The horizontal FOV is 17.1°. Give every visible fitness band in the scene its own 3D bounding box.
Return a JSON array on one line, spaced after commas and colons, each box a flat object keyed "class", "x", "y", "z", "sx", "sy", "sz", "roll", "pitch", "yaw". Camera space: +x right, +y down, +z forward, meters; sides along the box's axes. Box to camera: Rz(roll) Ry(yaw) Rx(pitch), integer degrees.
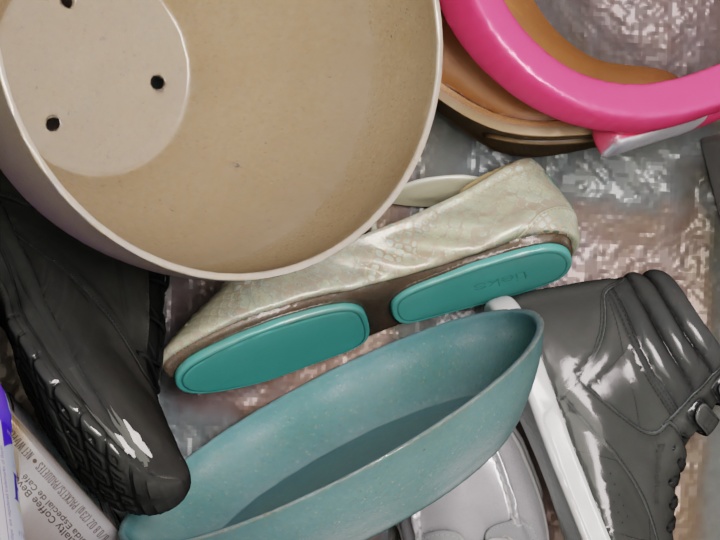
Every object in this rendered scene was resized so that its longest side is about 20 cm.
[{"class": "fitness band", "x": 0.122, "y": -0.131, "z": 1.050, "sx": 0.200, "sy": 0.037, "sz": 0.144, "roll": -21, "pitch": 81, "yaw": -32}]

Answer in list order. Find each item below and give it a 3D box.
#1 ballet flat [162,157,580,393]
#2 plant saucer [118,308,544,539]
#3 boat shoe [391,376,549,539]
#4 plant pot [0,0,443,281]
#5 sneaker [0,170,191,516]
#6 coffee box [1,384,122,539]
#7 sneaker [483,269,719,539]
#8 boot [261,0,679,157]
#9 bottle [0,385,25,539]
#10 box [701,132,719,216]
[{"class": "ballet flat", "x": 0.000, "y": 0.000, "z": 1.084, "sx": 0.200, "sy": 0.067, "sz": 0.062, "roll": -17, "pitch": 63, "yaw": -7}, {"class": "plant saucer", "x": -0.006, "y": 0.079, "z": 1.008, "sx": 0.200, "sy": 0.200, "sz": 0.036, "roll": -27, "pitch": 99, "yaw": -3}, {"class": "boat shoe", "x": 0.054, "y": 0.146, "z": 1.074, "sx": 0.072, "sy": 0.069, "sz": 0.200, "roll": -5, "pitch": 88, "yaw": -3}, {"class": "plant pot", "x": -0.086, "y": -0.092, "z": 0.992, "sx": 0.200, "sy": 0.134, "sz": 0.201, "roll": 2, "pitch": 85, "yaw": -32}, {"class": "sneaker", "x": -0.114, "y": 0.015, "z": 1.030, "sx": 0.091, "sy": 0.076, "sz": 0.200, "roll": -25, "pitch": 60, "yaw": -15}, {"class": "coffee box", "x": -0.207, "y": 0.079, "z": 1.036, "sx": 0.114, "sy": 0.080, "sz": 0.200, "roll": -41, "pitch": 102, "yaw": -5}, {"class": "sneaker", "x": 0.135, "y": 0.091, "z": 1.080, "sx": 0.099, "sy": 0.071, "sz": 0.200, "roll": -21, "pitch": 93, "yaw": -7}, {"class": "boot", "x": 0.054, "y": -0.131, "z": 1.074, "sx": 0.200, "sy": 0.074, "sz": 0.155, "roll": 1, "pitch": 86, "yaw": -6}, {"class": "bottle", "x": -0.168, "y": 0.078, "z": 0.938, "sx": 0.065, "sy": 0.084, "sz": 0.200, "roll": -2, "pitch": 65, "yaw": -21}, {"class": "box", "x": 0.244, "y": 0.019, "z": 1.073, "sx": 0.124, "sy": 0.097, "sz": 0.200, "roll": -15, "pitch": 92, "yaw": -3}]
